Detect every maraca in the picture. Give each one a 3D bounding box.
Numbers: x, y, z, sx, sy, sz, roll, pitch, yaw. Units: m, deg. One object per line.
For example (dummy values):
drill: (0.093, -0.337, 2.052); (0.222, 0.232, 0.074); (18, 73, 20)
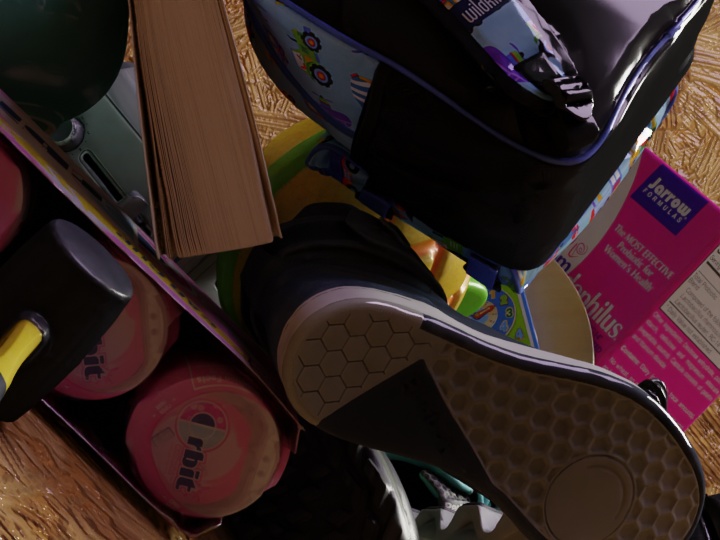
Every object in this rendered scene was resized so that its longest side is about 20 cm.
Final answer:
maraca: (0.000, 0.000, 0.920); (0.107, 0.136, 0.201); (59, -6, 36)

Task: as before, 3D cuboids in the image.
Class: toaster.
toaster: (-0.091, -0.008, 1.018); (0.129, 0.113, 0.200); (50, 2, 35)

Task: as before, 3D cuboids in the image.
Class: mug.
mug: (-0.172, -0.119, 0.880); (0.151, 0.116, 0.184); (-5, -9, 30)

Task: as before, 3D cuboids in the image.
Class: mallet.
mallet: (-0.104, 0.026, 0.566); (0.041, 0.066, 0.200); (43, 2, -8)

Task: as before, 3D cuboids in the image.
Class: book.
book: (-0.072, -0.094, 0.798); (0.200, 0.047, 0.135); (-114, -165, -76)

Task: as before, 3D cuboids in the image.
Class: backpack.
backpack: (0.034, -0.114, 0.801); (0.199, 0.183, 0.135); (31, -33, 11)

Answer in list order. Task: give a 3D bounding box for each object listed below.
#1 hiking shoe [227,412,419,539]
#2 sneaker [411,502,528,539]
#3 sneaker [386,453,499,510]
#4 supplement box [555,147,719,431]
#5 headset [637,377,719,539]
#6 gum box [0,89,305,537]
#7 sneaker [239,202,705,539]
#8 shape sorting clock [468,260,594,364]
hiking shoe: (-0.021, 0.091, 0.859); (0.101, 0.076, 0.200); (38, 5, -45)
sneaker: (0.030, 0.156, 0.870); (0.073, 0.089, 0.200); (22, -15, -17)
sneaker: (0.048, 0.123, 0.981); (0.198, 0.078, 0.091); (12, 5, -7)
supplement box: (0.148, 0.044, 1.140); (0.103, 0.200, 0.101); (42, 4, -40)
headset: (0.134, 0.130, 0.922); (0.200, 0.122, 0.095); (-53, 135, -64)
gum box: (-0.110, 0.011, 0.757); (0.200, 0.066, 0.114); (45, 1, -11)
sneaker: (0.040, 0.043, 0.788); (0.201, 0.077, 0.146); (30, 6, -23)
shape sorting clock: (0.034, 0.054, 1.090); (0.200, 0.200, 0.039); (45, -12, 27)
